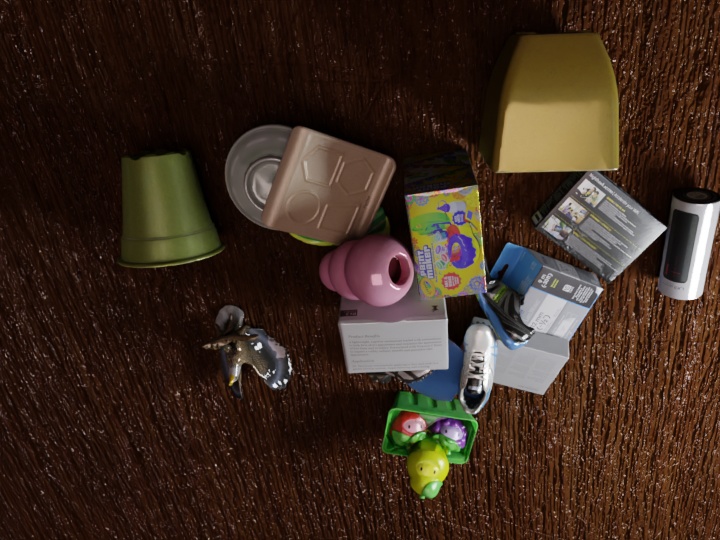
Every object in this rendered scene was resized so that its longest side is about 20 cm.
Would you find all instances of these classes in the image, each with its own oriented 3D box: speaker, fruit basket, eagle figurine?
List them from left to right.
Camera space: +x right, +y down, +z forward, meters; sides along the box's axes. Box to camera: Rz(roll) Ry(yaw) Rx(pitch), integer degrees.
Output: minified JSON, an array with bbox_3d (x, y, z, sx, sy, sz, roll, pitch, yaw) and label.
[{"bbox_3d":[-0.259,0.190,1.314,0.151,0.151,0.200,29,162,32],"label":"eagle figurine"},{"bbox_3d":[0.150,0.384,1.329,0.213,0.216,0.157,8,119,0],"label":"fruit basket"},{"bbox_3d":[0.615,-0.048,1.128,0.080,0.081,0.202,-3,119,6],"label":"speaker"}]

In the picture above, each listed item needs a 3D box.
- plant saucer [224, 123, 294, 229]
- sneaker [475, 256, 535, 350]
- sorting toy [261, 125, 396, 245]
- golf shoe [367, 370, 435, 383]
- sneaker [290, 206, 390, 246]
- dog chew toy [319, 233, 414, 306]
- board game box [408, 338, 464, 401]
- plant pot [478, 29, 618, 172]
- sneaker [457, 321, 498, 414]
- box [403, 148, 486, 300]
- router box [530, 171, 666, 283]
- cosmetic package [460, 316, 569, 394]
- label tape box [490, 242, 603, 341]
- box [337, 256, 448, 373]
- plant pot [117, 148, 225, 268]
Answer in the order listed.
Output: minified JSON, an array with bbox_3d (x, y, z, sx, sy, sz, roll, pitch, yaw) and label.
[{"bbox_3d":[-0.152,-0.158,1.084,0.198,0.050,0.202,2,117,3],"label":"plant saucer"},{"bbox_3d":[0.275,0.055,1.180,0.082,0.071,0.201,-27,75,4],"label":"sneaker"},{"bbox_3d":[-0.057,-0.143,1.064,0.198,0.037,0.186,14,112,-26],"label":"sorting toy"},{"bbox_3d":[0.080,0.183,1.266,0.199,0.078,0.095,-14,111,38],"label":"golf shoe"},{"bbox_3d":[-0.041,-0.090,1.169,0.198,0.074,0.085,-3,94,9],"label":"sneaker"},{"bbox_3d":[0.000,0.000,1.071,0.199,0.125,0.125,-1,127,48],"label":"dog chew toy"},{"bbox_3d":[0.161,0.196,1.302,0.157,0.039,0.201,34,136,9],"label":"board game box"},{"bbox_3d":[0.300,-0.278,0.968,0.192,0.196,0.202,-1,112,5],"label":"plant pot"},{"bbox_3d":[0.232,0.195,1.186,0.071,0.073,0.202,4,117,9],"label":"sneaker"},{"bbox_3d":[0.148,-0.086,1.077,0.121,0.193,0.202,-7,119,8],"label":"box"},{"bbox_3d":[0.447,-0.089,1.133,0.199,0.051,0.149,34,114,-14],"label":"router box"},{"bbox_3d":[0.311,0.180,1.256,0.198,0.052,0.152,14,137,3],"label":"cosmetic package"},{"bbox_3d":[0.356,0.046,1.206,0.198,0.066,0.144,19,119,-8],"label":"label tape box"},{"bbox_3d":[0.066,0.081,1.165,0.197,0.201,0.132,-3,126,6],"label":"box"},{"bbox_3d":[-0.364,-0.123,1.113,0.198,0.200,0.192,-3,107,6],"label":"plant pot"}]
